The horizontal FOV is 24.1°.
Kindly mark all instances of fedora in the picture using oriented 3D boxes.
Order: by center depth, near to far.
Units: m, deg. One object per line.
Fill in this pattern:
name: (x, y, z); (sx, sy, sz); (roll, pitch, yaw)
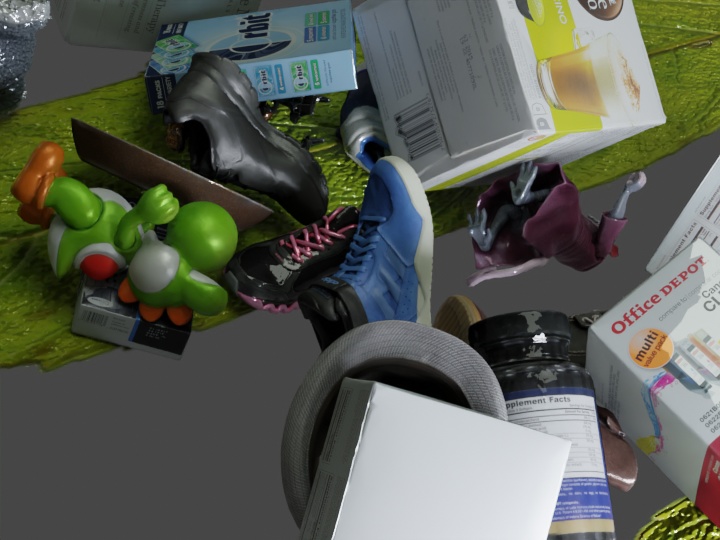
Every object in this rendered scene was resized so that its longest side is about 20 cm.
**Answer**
fedora: (0.021, 0.146, 1.342); (0.177, 0.090, 0.200); (13, 77, -8)

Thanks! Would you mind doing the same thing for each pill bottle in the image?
pill bottle: (0.142, 0.139, 1.381); (0.112, 0.112, 0.200); (2, 72, -29)

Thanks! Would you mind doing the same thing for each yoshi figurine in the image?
yoshi figurine: (-0.186, -0.042, 1.418); (0.200, 0.112, 0.112); (32, 31, 4)

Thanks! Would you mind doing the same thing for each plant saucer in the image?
plant saucer: (-0.175, -0.081, 1.522); (0.200, 0.035, 0.200); (24, -1, 0)

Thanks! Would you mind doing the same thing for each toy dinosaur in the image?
toy dinosaur: (-0.109, -0.163, 1.690); (0.136, 0.102, 0.200); (22, 55, 23)

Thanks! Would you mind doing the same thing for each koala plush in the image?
koala plush: (-0.387, -0.209, 1.523); (0.200, 0.177, 0.184); (9, 51, -22)

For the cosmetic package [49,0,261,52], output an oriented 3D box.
cosmetic package: (-0.215, -0.342, 1.775); (0.200, 0.167, 0.166); (1, 42, -29)

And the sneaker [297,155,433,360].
sneaker: (0.001, 0.000, 1.493); (0.111, 0.200, 0.077); (-4, 5, -29)

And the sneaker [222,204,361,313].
sneaker: (-0.037, -0.023, 1.554); (0.200, 0.095, 0.079); (-14, 54, -40)

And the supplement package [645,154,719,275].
supplement package: (0.420, -0.011, 1.725); (0.200, 0.151, 0.152); (34, 10, 11)

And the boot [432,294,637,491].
boot: (0.156, 0.115, 1.543); (0.166, 0.072, 0.200); (18, 34, -31)

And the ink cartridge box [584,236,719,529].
ink cartridge box: (0.319, 0.104, 1.528); (0.145, 0.145, 0.200); (-38, 64, -14)

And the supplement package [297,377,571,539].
supplement package: (0.043, 0.196, 1.229); (0.156, 0.200, 0.111); (17, -5, -11)

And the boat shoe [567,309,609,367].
boat shoe: (0.259, 0.060, 1.659); (0.200, 0.057, 0.067); (0, 44, -31)

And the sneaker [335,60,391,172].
sneaker: (0.069, -0.129, 1.773); (0.200, 0.081, 0.147); (22, 49, -18)

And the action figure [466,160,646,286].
action figure: (0.210, -0.036, 1.711); (0.200, 0.134, 0.149); (25, 63, -45)

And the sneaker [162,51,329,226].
sneaker: (-0.111, -0.107, 1.576); (0.200, 0.076, 0.091); (48, 65, -22)

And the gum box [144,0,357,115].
gum box: (-0.105, -0.214, 1.672); (0.200, 0.045, 0.170); (-8, 25, 3)

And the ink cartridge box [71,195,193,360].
ink cartridge box: (-0.193, -0.010, 1.492); (0.099, 0.039, 0.200); (15, 37, -14)

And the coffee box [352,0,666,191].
coffee box: (0.148, -0.205, 1.679); (0.198, 0.200, 0.200); (-9, 81, -40)
